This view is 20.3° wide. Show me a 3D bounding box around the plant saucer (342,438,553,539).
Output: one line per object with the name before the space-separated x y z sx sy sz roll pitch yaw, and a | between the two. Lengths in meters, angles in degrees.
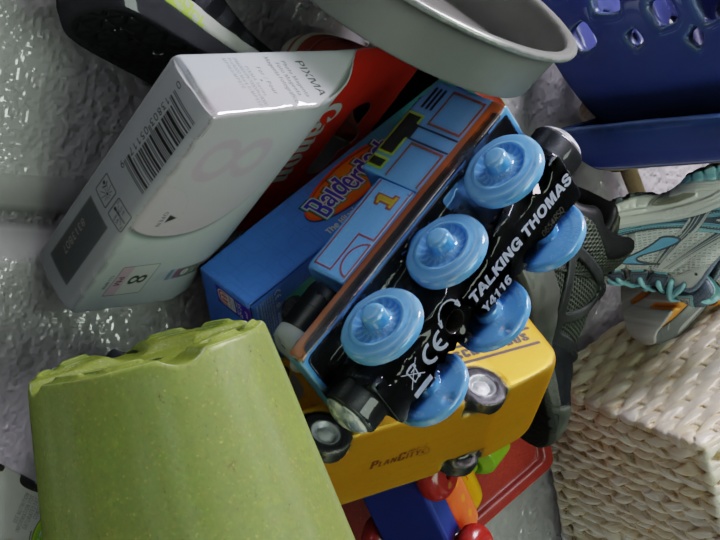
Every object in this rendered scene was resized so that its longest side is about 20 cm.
plant saucer | 0.056 0.100 1.330 0.199 0.037 0.202 -36 124 -35

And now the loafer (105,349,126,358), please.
loafer | -0.093 0.119 1.153 0.063 0.072 0.200 -56 138 -14

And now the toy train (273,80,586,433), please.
toy train | 0.034 -0.004 1.075 0.200 0.114 0.087 -51 134 -14

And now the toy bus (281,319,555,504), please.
toy bus | 0.017 0.078 1.141 0.199 0.078 0.065 -14 141 -32

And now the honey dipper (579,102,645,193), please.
honey dipper | 0.202 -0.046 1.447 0.038 0.038 0.201 -50 134 -25

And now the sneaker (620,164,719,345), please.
sneaker | 0.258 -0.017 1.430 0.200 0.078 0.077 -49 124 -22

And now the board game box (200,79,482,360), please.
board game box | 0.000 0.000 1.186 0.200 0.045 0.153 -39 147 -25

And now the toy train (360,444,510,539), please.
toy train | 0.060 0.144 1.269 0.116 0.084 0.201 -57 136 -37

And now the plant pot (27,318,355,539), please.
plant pot | -0.083 0.129 0.997 0.199 0.199 0.192 -18 95 -43

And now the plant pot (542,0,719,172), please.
plant pot | 0.235 -0.167 1.302 0.199 0.199 0.182 -16 100 -45

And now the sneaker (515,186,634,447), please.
sneaker | 0.125 0.024 1.275 0.114 0.076 0.201 -39 141 -26

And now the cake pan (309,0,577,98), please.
cake pan | 0.028 -0.159 1.124 0.199 0.200 0.037 7 121 -48

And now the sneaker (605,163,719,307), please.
sneaker | 0.198 -0.012 1.339 0.087 0.198 0.078 71 18 5

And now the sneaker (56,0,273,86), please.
sneaker | -0.090 -0.140 1.077 0.200 0.071 0.084 38 48 -58

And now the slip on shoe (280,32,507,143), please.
slip on shoe | 0.032 -0.099 1.230 0.199 0.061 0.075 14 89 -49

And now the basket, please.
basket | 0.254 0.122 1.419 0.199 0.198 0.162 -31 117 -25

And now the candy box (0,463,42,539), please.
candy box | -0.197 0.194 1.056 0.200 0.071 0.169 38 73 -46

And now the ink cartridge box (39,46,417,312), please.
ink cartridge box | -0.055 -0.052 1.092 0.199 0.057 0.163 -4 145 -43
